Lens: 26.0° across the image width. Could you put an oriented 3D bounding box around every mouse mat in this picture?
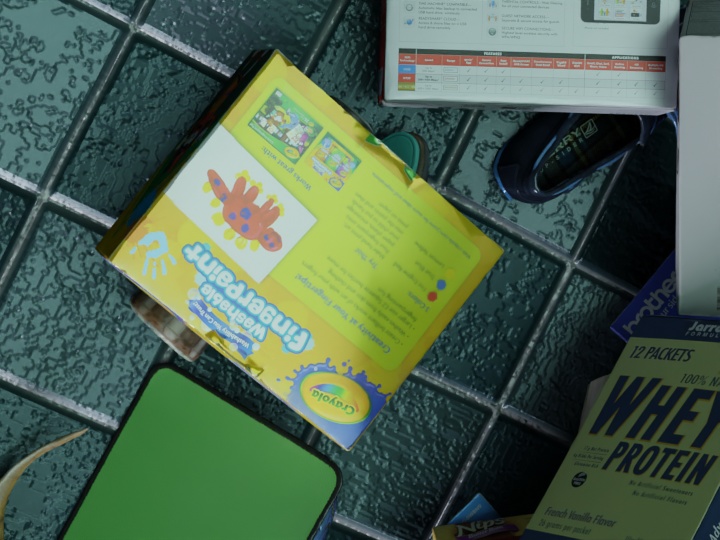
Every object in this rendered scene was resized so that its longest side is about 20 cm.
[{"bbox_3d":[-0.121,0.183,1.068,0.161,0.008,0.201,30,91,14],"label":"mouse mat"}]

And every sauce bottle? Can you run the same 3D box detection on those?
[{"bbox_3d":[-0.071,-0.032,1.058,0.065,0.065,0.200,43,84,-20],"label":"sauce bottle"}]

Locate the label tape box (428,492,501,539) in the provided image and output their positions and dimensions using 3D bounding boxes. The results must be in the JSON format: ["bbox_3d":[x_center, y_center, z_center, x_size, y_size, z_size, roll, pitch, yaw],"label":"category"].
[{"bbox_3d":[0.086,0.269,1.168,0.144,0.063,0.200,-42,110,-5],"label":"label tape box"}]

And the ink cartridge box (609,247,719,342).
[{"bbox_3d":[0.284,-0.004,1.147,0.094,0.044,0.200,41,97,17],"label":"ink cartridge box"}]

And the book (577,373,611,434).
[{"bbox_3d":[0.253,0.175,1.168,0.199,0.048,0.134,21,70,-12],"label":"book"}]

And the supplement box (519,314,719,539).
[{"bbox_3d":[0.246,0.168,1.036,0.200,0.134,0.200,46,64,-29],"label":"supplement box"}]

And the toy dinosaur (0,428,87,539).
[{"bbox_3d":[-0.260,0.193,1.057,0.106,0.060,0.201,0,108,-42],"label":"toy dinosaur"}]

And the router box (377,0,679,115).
[{"bbox_3d":[0.114,-0.198,1.051,0.199,0.049,0.180,2,92,-3],"label":"router box"}]

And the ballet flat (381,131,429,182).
[{"bbox_3d":[0.000,0.000,1.091,0.073,0.073,0.201,31,85,-21],"label":"ballet flat"}]

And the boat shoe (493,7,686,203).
[{"bbox_3d":[0.190,-0.110,1.121,0.200,0.069,0.084,-45,110,-5],"label":"boat shoe"}]

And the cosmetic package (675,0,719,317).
[{"bbox_3d":[0.239,-0.075,1.052,0.050,0.083,0.201,3,117,17],"label":"cosmetic package"}]

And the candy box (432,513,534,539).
[{"bbox_3d":[0.118,0.276,1.105,0.116,0.056,0.201,-7,106,-3],"label":"candy box"}]

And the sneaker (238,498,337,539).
[{"bbox_3d":[-0.079,0.224,1.103,0.075,0.078,0.200,36,94,24],"label":"sneaker"}]

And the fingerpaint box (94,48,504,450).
[{"bbox_3d":[-0.039,-0.014,0.998,0.200,0.073,0.167,39,85,-18],"label":"fingerpaint box"}]
